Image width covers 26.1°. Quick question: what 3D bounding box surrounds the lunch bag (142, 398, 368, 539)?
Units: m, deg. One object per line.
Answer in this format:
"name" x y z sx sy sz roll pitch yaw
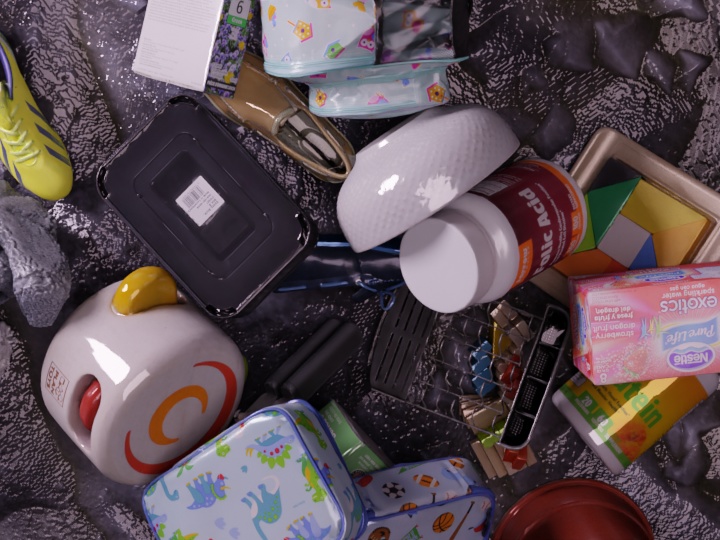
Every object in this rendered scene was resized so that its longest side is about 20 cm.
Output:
"lunch bag" -0.102 0.234 1.503 0.199 0.082 0.162 -34 79 19

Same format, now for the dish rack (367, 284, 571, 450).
"dish rack" 0.109 0.088 1.627 0.198 0.055 0.155 20 82 14

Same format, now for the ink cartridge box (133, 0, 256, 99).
"ink cartridge box" -0.153 -0.281 1.537 0.050 0.108 0.203 7 99 -51

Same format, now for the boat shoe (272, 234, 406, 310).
"boat shoe" 0.000 0.000 1.634 0.197 0.084 0.070 5 101 9

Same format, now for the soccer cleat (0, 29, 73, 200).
"soccer cleat" -0.350 -0.157 1.548 0.064 0.084 0.202 -26 103 -2

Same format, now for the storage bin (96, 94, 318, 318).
"storage bin" -0.151 -0.062 1.560 0.135 0.094 0.200 -44 86 2

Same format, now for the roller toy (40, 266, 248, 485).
"roller toy" -0.222 0.106 1.556 0.182 0.140 0.200 -45 147 -8

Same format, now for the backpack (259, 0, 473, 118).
"backpack" -0.003 -0.227 1.532 0.197 0.176 0.155 1 101 -12

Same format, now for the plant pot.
"plant pot" 0.250 0.350 1.662 0.198 0.195 0.204 -1 101 -7

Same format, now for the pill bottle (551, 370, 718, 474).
"pill bottle" 0.313 0.114 1.669 0.200 0.111 0.111 -41 103 1

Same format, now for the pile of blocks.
"pile of blocks" 0.150 0.133 1.677 0.081 0.062 0.203 -5 101 -6

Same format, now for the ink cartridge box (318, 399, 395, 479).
"ink cartridge box" -0.054 0.257 1.635 0.200 0.088 0.145 -41 131 0

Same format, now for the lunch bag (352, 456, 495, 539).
"lunch bag" 0.046 0.280 1.601 0.198 0.076 0.162 -5 124 -25

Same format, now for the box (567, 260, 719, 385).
"box" 0.314 0.049 1.543 0.197 0.103 0.096 -6 99 -4

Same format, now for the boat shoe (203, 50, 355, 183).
"boat shoe" -0.084 -0.162 1.585 0.199 0.076 0.072 34 97 -10

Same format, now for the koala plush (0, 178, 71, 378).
"koala plush" -0.398 0.025 1.556 0.175 0.185 0.202 13 120 -21

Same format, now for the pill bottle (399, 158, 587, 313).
"pill bottle" 0.134 -0.035 1.566 0.199 0.113 0.116 -27 108 -47

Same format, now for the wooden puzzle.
"wooden puzzle" 0.283 -0.029 1.630 0.199 0.037 0.186 35 96 24

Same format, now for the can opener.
"can opener" -0.070 0.130 1.614 0.200 0.052 0.067 -49 128 -28

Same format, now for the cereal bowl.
"cereal bowl" 0.056 -0.106 1.549 0.199 0.200 0.084 -33 96 0
